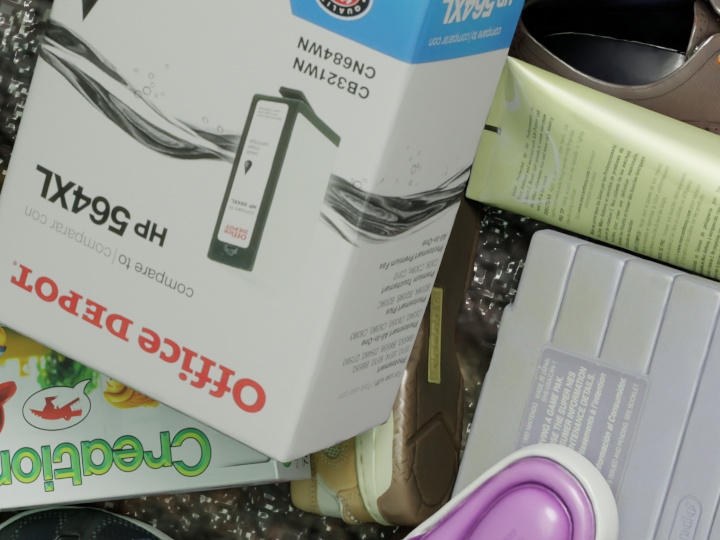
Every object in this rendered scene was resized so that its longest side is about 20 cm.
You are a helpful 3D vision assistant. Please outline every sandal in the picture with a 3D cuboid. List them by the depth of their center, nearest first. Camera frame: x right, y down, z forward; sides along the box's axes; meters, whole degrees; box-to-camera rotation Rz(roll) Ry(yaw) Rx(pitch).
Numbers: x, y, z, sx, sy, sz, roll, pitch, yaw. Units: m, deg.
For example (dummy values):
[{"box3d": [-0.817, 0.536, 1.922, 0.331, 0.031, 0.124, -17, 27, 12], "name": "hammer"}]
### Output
[{"box3d": [0.017, 0.145, 1.059, 0.082, 0.050, 0.203, 43, 108, 22], "name": "sandal"}]

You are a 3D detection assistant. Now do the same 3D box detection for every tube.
[{"box3d": [0.138, -0.025, 1.053, 0.199, 0.052, 0.058, 19, 95, 10], "name": "tube"}]

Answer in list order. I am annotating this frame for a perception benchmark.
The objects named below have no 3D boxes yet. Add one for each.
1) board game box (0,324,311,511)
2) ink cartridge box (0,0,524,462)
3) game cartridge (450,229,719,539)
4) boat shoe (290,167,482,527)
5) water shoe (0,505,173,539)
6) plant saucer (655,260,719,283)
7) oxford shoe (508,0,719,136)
[{"box3d": [-0.120, 0.031, 1.110, 0.199, 0.035, 0.127, -8, 83, 23], "name": "board game box"}, {"box3d": [-0.040, -0.052, 0.995, 0.146, 0.084, 0.201, 24, 109, 22], "name": "ink cartridge box"}, {"box3d": [0.097, 0.096, 1.066, 0.129, 0.038, 0.201, 19, 97, 30], "name": "game cartridge"}, {"box3d": [0.000, 0.000, 1.101, 0.076, 0.072, 0.201, 1, 78, 29], "name": "boat shoe"}, {"box3d": [-0.090, 0.137, 1.066, 0.200, 0.079, 0.072, 21, 87, 36], "name": "water shoe"}, {"box3d": [0.188, 0.063, 1.080, 0.199, 0.032, 0.201, -1, 85, 10], "name": "plant saucer"}, {"box3d": [0.152, -0.070, 1.070, 0.199, 0.073, 0.071, 4, 62, 9], "name": "oxford shoe"}]
